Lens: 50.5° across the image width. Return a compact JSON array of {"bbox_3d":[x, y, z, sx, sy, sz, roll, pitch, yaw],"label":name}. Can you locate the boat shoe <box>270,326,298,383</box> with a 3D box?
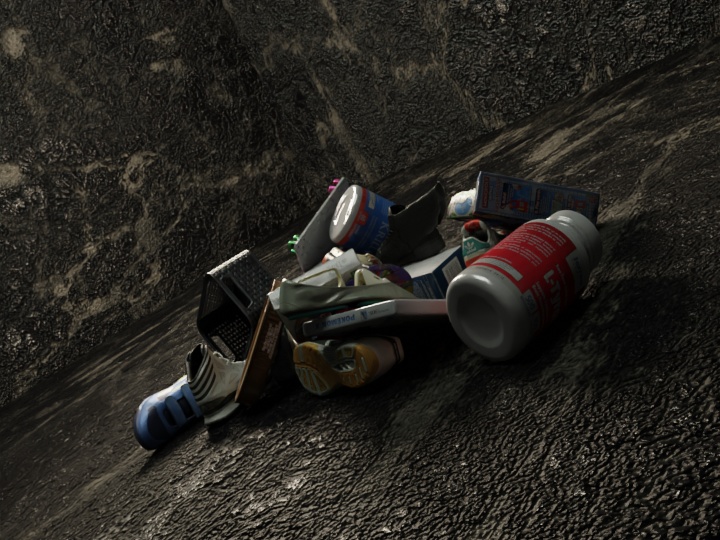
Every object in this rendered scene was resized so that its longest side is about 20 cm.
[{"bbox_3d":[-0.131,0.135,1.274,0.061,0.074,0.200,-27,16,-6],"label":"boat shoe"}]

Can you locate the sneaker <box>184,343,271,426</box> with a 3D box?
[{"bbox_3d":[-0.218,0.157,1.264,0.075,0.117,0.201,-22,11,24],"label":"sneaker"}]

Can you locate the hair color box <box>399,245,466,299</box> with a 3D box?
[{"bbox_3d":[0.082,0.027,1.276,0.198,0.061,0.100,-17,14,45],"label":"hair color box"}]

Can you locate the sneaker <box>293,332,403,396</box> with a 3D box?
[{"bbox_3d":[-0.017,0.127,1.067,0.087,0.077,0.198,-17,6,-38],"label":"sneaker"}]

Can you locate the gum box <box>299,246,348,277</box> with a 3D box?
[{"bbox_3d":[-0.033,0.026,1.412,0.066,0.115,0.200,-25,10,39],"label":"gum box"}]

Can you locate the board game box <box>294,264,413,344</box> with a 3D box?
[{"bbox_3d":[0.000,0.075,1.149,0.198,0.039,0.158,-34,-34,7],"label":"board game box"}]

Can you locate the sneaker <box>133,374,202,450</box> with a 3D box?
[{"bbox_3d":[-0.300,0.224,1.279,0.081,0.075,0.200,-18,15,31],"label":"sneaker"}]

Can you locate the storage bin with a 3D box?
[{"bbox_3d":[-0.216,0.079,1.387,0.093,0.135,0.201,-32,-20,-35],"label":"storage bin"}]

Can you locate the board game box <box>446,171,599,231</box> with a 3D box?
[{"bbox_3d":[0.232,-0.105,1.201,0.196,0.063,0.199,9,-2,-28],"label":"board game box"}]

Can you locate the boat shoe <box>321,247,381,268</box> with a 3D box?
[{"bbox_3d":[0.000,0.000,1.252,0.198,0.071,0.063,9,63,54],"label":"boat shoe"}]

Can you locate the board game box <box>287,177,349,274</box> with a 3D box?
[{"bbox_3d":[-0.059,-0.043,1.485,0.025,0.202,0.201,11,50,29],"label":"board game box"}]

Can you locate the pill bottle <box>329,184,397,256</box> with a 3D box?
[{"bbox_3d":[0.051,-0.066,1.397,0.113,0.197,0.113,-54,22,34],"label":"pill bottle"}]

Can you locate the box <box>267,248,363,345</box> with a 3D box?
[{"bbox_3d":[-0.045,0.061,1.169,0.142,0.037,0.201,-27,-34,-3],"label":"box"}]

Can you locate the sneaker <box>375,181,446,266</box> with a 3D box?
[{"bbox_3d":[0.071,-0.066,1.291,0.197,0.106,0.060,-19,12,37],"label":"sneaker"}]

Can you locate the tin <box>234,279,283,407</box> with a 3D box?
[{"bbox_3d":[-0.151,0.115,1.201,0.112,0.041,0.204,144,144,-69],"label":"tin"}]

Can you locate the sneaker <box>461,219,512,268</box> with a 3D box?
[{"bbox_3d":[0.207,-0.047,1.220,0.069,0.095,0.200,-21,12,27],"label":"sneaker"}]

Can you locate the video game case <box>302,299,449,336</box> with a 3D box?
[{"bbox_3d":[0.051,0.065,1.041,0.197,0.023,0.180,3,-14,-44],"label":"video game case"}]

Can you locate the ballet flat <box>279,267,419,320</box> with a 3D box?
[{"bbox_3d":[-0.013,0.027,1.031,0.195,0.065,0.067,-4,-11,-17],"label":"ballet flat"}]

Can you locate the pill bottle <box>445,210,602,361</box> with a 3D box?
[{"bbox_3d":[0.202,0.010,0.910,0.199,0.114,0.111,-34,13,-33],"label":"pill bottle"}]
